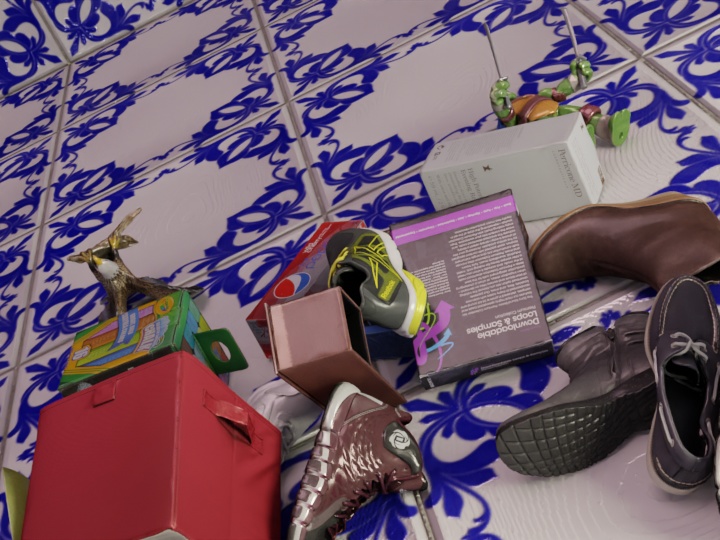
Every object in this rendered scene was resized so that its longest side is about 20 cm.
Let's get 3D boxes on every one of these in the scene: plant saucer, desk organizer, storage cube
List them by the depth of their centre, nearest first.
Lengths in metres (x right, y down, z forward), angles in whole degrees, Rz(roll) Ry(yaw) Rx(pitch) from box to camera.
[{"bbox_3d":[-0.186,0.212,1.127,0.199,0.171,0.181,-21,47,21],"label":"storage cube"},{"bbox_3d":[-0.313,0.285,1.174,0.031,0.202,0.200,-9,24,-16],"label":"plant saucer"},{"bbox_3d":[-0.020,0.087,1.223,0.076,0.200,0.072,-17,66,12],"label":"desk organizer"}]

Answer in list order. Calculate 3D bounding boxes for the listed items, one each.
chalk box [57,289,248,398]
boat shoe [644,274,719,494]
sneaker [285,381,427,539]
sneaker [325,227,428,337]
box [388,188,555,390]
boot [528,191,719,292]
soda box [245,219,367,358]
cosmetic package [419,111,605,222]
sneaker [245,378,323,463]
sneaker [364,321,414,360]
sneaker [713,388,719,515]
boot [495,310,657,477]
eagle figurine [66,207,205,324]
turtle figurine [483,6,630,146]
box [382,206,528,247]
[{"bbox_3d":[-0.231,0.116,1.443,0.199,0.125,0.124,-21,29,10],"label":"chalk box"},{"bbox_3d":[0.280,0.085,1.033,0.072,0.063,0.201,12,61,0],"label":"boat shoe"},{"bbox_3d":[0.001,0.209,1.142,0.115,0.076,0.201,17,68,3],"label":"sneaker"},{"bbox_3d":[0.000,0.000,1.302,0.200,0.084,0.075,43,115,57],"label":"sneaker"},{"bbox_3d":[0.115,0.018,1.300,0.142,0.036,0.201,-16,53,9],"label":"box"},{"bbox_3d":[0.280,-0.015,1.264,0.199,0.073,0.167,-23,26,2],"label":"boot"},{"bbox_3d":[-0.056,0.021,1.511,0.070,0.064,0.200,-3,36,37],"label":"soda box"},{"bbox_3d":[0.184,-0.115,1.491,0.199,0.102,0.074,-10,33,33],"label":"cosmetic package"},{"bbox_3d":[-0.105,0.194,1.268,0.200,0.078,0.099,-41,36,-7],"label":"sneaker"},{"bbox_3d":[0.012,0.054,1.385,0.198,0.070,0.078,-1,47,26],"label":"sneaker"},{"bbox_3d":[0.335,0.130,0.991,0.084,0.077,0.201,-1,43,22],"label":"sneaker"},{"bbox_3d":[0.204,0.112,1.135,0.198,0.070,0.132,-17,26,-6],"label":"boot"},{"bbox_3d":[-0.327,0.026,1.712,0.200,0.150,0.152,46,118,32],"label":"eagle figurine"},{"bbox_3d":[0.242,-0.230,1.557,0.194,0.143,0.201,36,108,40],"label":"turtle figurine"},{"bbox_3d":[0.093,-0.013,1.430,0.199,0.075,0.100,-18,28,21],"label":"box"}]
